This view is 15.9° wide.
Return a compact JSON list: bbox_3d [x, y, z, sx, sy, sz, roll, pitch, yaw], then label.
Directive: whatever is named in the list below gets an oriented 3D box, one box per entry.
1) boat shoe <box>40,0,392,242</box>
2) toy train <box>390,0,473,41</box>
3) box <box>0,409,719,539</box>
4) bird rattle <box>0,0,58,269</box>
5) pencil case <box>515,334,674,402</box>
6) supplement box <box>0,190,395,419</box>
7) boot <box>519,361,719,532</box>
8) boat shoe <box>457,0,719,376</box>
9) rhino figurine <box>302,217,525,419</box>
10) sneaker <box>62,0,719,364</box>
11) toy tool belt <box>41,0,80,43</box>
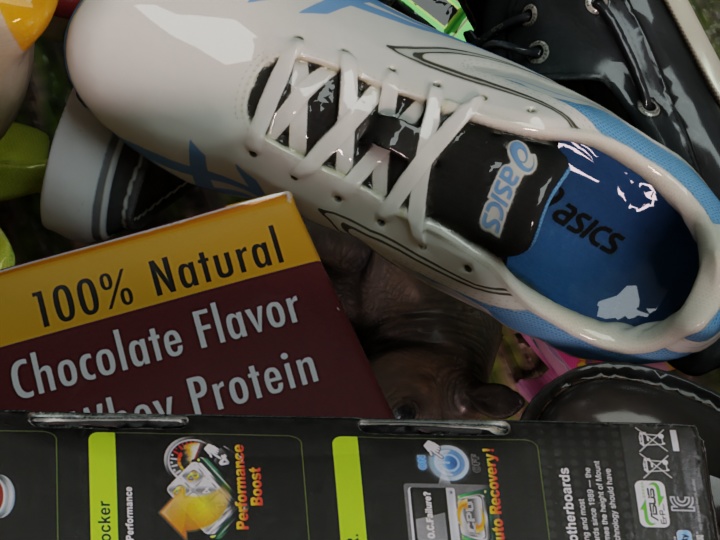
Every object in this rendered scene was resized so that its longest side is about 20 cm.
[{"bbox_3d":[-0.029,-0.075,0.781,0.057,0.069,0.200,23,48,12],"label":"boat shoe"},{"bbox_3d":[0.042,-0.093,0.911,0.200,0.042,0.056,38,66,0],"label":"toy train"},{"bbox_3d":[-0.014,0.125,0.512,0.193,0.048,0.200,0,60,-9],"label":"box"},{"bbox_3d":[-0.168,-0.067,0.730,0.200,0.163,0.113,31,46,-10],"label":"bird rattle"},{"bbox_3d":[0.138,-0.020,0.867,0.200,0.087,0.087,-22,70,-21],"label":"pencil case"},{"bbox_3d":[-0.077,0.119,0.608,0.197,0.133,0.200,-16,63,-20],"label":"supplement box"},{"bbox_3d":[0.112,0.085,0.609,0.200,0.174,0.069,42,89,13],"label":"boot"},{"bbox_3d":[0.063,-0.054,0.775,0.066,0.075,0.199,-33,90,-25],"label":"boat shoe"},{"bbox_3d":[0.000,0.000,0.809,0.087,0.060,0.200,1,50,-24],"label":"rhino figurine"},{"bbox_3d":[0.015,-0.034,0.700,0.200,0.072,0.072,23,86,-6],"label":"sneaker"},{"bbox_3d":[-0.094,-0.142,0.839,0.125,0.123,0.200,1,65,-11],"label":"toy tool belt"}]
